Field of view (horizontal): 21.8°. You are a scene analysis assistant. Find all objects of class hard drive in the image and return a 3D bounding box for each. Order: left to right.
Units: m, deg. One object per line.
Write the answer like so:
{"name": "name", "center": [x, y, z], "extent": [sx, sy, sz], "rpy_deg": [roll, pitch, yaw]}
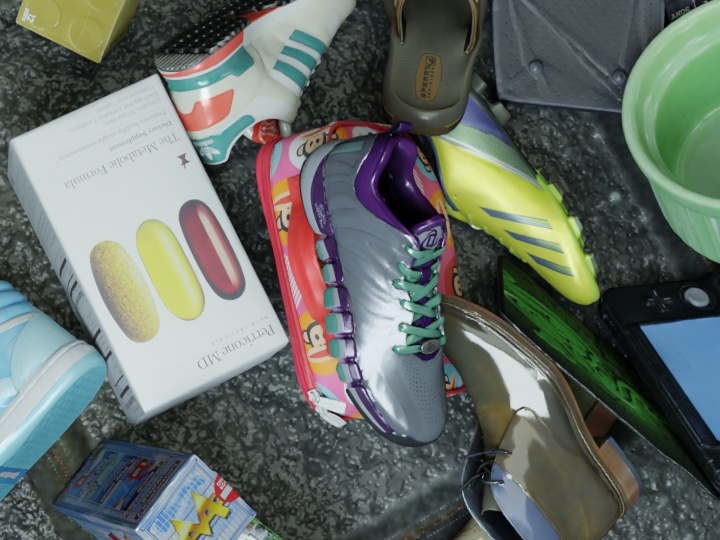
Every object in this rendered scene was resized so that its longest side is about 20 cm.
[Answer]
{"name": "hard drive", "center": [0.160, -0.215, 1.399], "extent": [0.134, 0.042, 0.201], "rpy_deg": [5, 78, -11]}

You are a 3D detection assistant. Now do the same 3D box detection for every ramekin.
{"name": "ramekin", "center": [0.292, -0.095, 1.323], "extent": [0.199, 0.098, 0.201], "rpy_deg": [-10, 52, 14]}

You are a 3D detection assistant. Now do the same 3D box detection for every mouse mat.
{"name": "mouse mat", "center": [0.170, 0.071, 1.295], "extent": [0.200, 0.161, 0.008], "rpy_deg": [39, 104, -8]}

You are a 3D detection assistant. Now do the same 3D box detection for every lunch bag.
{"name": "lunch bag", "center": [0.000, 0.000, 1.260], "extent": [0.082, 0.176, 0.201], "rpy_deg": [-14, 84, 25]}

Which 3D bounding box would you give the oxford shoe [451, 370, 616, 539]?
{"name": "oxford shoe", "center": [0.100, 0.145, 1.316], "extent": [0.075, 0.070, 0.200], "rpy_deg": [41, 64, 1]}

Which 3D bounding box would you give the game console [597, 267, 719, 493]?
{"name": "game console", "center": [0.292, 0.042, 1.296], "extent": [0.175, 0.117, 0.200], "rpy_deg": [-5, 44, -26]}

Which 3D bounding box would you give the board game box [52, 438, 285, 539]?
{"name": "board game box", "center": [-0.097, 0.181, 1.196], "extent": [0.200, 0.200, 0.062], "rpy_deg": [38, 74, -3]}

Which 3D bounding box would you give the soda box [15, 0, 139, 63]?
{"name": "soda box", "center": [-0.163, -0.247, 1.266], "extent": [0.067, 0.064, 0.201], "rpy_deg": [26, 118, -1]}

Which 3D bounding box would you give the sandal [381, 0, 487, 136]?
{"name": "sandal", "center": [0.049, -0.184, 1.332], "extent": [0.081, 0.055, 0.201], "rpy_deg": [7, 53, 3]}

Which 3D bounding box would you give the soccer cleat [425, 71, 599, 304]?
{"name": "soccer cleat", "center": [0.100, -0.051, 1.356], "extent": [0.084, 0.065, 0.201], "rpy_deg": [-35, 90, 3]}

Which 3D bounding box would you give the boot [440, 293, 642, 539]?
{"name": "boot", "center": [0.097, 0.113, 1.237], "extent": [0.200, 0.075, 0.097], "rpy_deg": [47, 64, -9]}

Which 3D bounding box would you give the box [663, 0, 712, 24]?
{"name": "box", "center": [0.273, -0.286, 1.416], "extent": [0.142, 0.036, 0.201], "rpy_deg": [-13, 87, -31]}

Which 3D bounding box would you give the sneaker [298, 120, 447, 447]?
{"name": "sneaker", "center": [0.023, 0.010, 1.154], "extent": [0.074, 0.087, 0.201], "rpy_deg": [-19, 91, -41]}

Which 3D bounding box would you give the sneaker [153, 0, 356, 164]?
{"name": "sneaker", "center": [-0.065, -0.142, 1.312], "extent": [0.200, 0.070, 0.094], "rpy_deg": [-40, 122, -48]}

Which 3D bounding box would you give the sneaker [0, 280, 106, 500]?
{"name": "sneaker", "center": [-0.278, 0.092, 1.245], "extent": [0.131, 0.080, 0.200], "rpy_deg": [43, 84, 13]}

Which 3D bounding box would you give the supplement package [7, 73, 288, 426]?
{"name": "supplement package", "center": [-0.146, -0.010, 1.265], "extent": [0.113, 0.110, 0.201], "rpy_deg": [-27, 87, -14]}
